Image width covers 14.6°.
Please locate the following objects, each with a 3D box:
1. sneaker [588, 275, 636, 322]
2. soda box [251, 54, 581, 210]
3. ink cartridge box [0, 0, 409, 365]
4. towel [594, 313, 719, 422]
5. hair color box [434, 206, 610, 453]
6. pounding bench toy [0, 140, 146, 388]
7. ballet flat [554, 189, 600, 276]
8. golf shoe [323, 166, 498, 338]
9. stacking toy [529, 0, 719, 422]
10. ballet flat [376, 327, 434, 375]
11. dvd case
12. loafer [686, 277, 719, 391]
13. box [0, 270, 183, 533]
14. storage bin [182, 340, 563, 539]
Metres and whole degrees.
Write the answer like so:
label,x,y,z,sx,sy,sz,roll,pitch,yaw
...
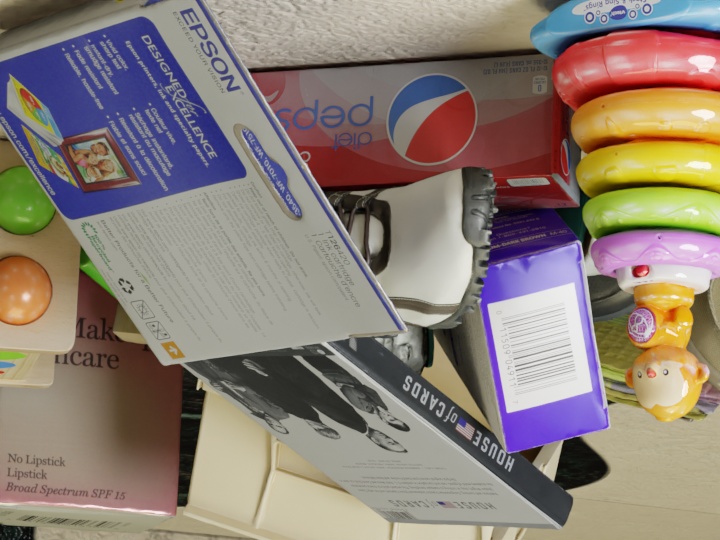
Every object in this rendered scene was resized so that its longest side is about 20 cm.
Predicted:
label,x,y,z,sx,sy,sz,roll,pitch,yaw
sneaker,0.101,-0.007,1.765,0.199,0.074,0.082,-5,168,29
soda box,0.015,-0.069,1.486,0.199,0.070,0.063,-3,165,18
ink cartridge box,-0.080,-0.048,1.385,0.199,0.198,0.047,-11,-152,47
towel,0.188,0.039,1.815,0.143,0.023,0.200,13,-155,19
hair color box,0.077,0.009,1.538,0.064,0.110,0.200,-14,-159,-8
pounding bench toy,-0.202,-0.003,1.708,0.199,0.125,0.156,4,168,-12
ballet flat,0.145,-0.031,1.506,0.069,0.070,0.200,3,166,-7
golf shoe,0.000,-0.007,1.437,0.094,0.078,0.200,10,161,-23
stacking toy,0.144,-0.028,1.341,0.116,0.201,0.110,-5,167,35
ballet flat,0.000,0.000,1.616,0.071,0.072,0.200,3,-156,-7
dvd case,0.002,0.082,1.532,0.200,0.025,0.150,39,155,-32
loafer,0.230,-0.016,1.506,0.076,0.200,0.067,36,143,-6
box,-0.188,0.066,1.847,0.127,0.201,0.109,5,168,-17
storage bin,0.015,0.103,1.746,0.198,0.094,0.200,17,-159,11
